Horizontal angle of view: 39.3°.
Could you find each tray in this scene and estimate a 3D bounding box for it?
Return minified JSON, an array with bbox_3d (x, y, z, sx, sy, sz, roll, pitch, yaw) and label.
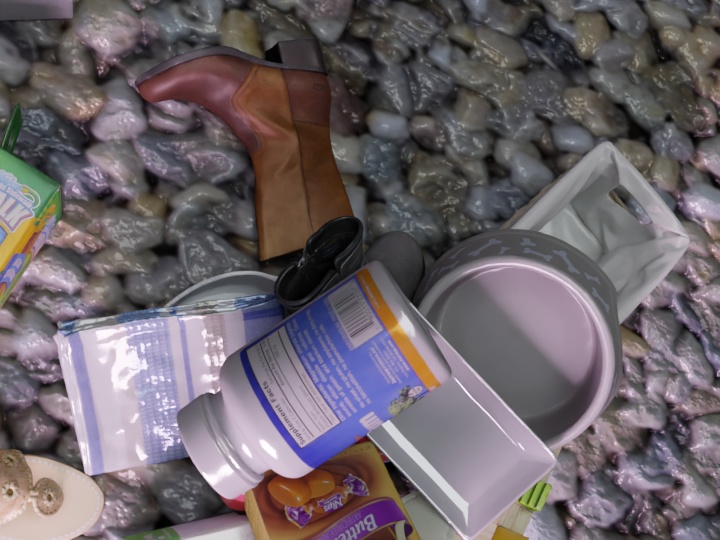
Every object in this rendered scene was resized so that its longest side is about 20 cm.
[{"bbox_3d":[0.062,0.121,0.853,0.107,0.022,0.200,-44,89,11],"label":"tray"}]

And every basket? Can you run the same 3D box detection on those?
[{"bbox_3d":[0.194,-0.005,0.982,0.200,0.123,0.136,-42,94,-18],"label":"basket"}]

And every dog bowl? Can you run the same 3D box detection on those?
[{"bbox_3d":[0.131,0.068,0.870,0.199,0.059,0.201,4,104,15],"label":"dog bowl"}]

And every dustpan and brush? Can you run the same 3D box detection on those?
[{"bbox_3d":[-0.087,0.035,0.928,0.140,0.057,0.200,43,73,-6],"label":"dustpan and brush"}]

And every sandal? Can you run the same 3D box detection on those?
[{"bbox_3d":[-0.318,0.181,0.835,0.211,0.070,0.078,19,77,-12],"label":"sandal"}]

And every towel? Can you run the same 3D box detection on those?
[{"bbox_3d":[-0.156,0.099,0.882,0.199,0.024,0.148,-8,109,-11],"label":"towel"}]

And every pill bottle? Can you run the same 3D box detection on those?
[{"bbox_3d":[-0.039,0.090,0.786,0.199,0.112,0.112,-34,92,3],"label":"pill bottle"}]

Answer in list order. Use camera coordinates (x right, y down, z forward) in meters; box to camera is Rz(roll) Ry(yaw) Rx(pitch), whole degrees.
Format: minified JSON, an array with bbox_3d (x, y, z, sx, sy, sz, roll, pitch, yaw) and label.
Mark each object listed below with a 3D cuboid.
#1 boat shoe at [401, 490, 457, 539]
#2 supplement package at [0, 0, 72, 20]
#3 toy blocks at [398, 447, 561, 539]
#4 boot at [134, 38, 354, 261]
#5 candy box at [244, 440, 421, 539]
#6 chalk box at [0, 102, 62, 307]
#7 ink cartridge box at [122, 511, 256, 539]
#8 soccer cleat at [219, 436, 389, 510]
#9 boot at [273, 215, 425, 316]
[{"bbox_3d":[0.024,0.272,0.840,0.072,0.061,0.202,15,45,25],"label":"boat shoe"},{"bbox_3d":[-0.352,-0.291,0.854,0.199,0.156,0.112,-6,84,-16],"label":"supplement package"},{"bbox_3d":[0.096,0.196,0.948,0.136,0.100,0.201,29,73,1],"label":"toy blocks"},{"bbox_3d":[-0.107,-0.109,0.958,0.187,0.068,0.201,-10,92,-25],"label":"boot"},{"bbox_3d":[-0.010,0.233,0.787,0.116,0.057,0.200,-10,43,-19],"label":"candy box"},{"bbox_3d":[-0.329,-0.045,0.840,0.123,0.124,0.201,32,76,-8],"label":"chalk box"},{"bbox_3d":[-0.095,0.286,0.875,0.199,0.084,0.146,-9,84,-18],"label":"ink cartridge box"},{"bbox_3d":[-0.034,0.165,0.911,0.199,0.077,0.067,-18,67,-18],"label":"soccer cleat"},{"bbox_3d":[0.000,0.000,0.899,0.069,0.132,0.200,16,48,21],"label":"boot"}]
